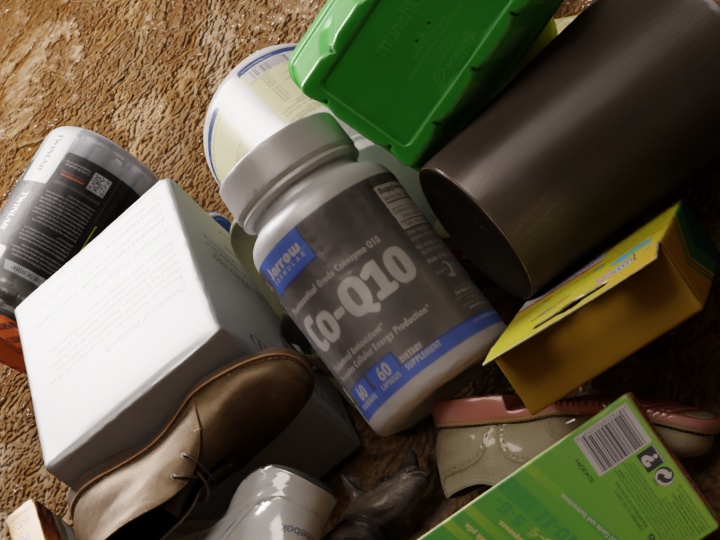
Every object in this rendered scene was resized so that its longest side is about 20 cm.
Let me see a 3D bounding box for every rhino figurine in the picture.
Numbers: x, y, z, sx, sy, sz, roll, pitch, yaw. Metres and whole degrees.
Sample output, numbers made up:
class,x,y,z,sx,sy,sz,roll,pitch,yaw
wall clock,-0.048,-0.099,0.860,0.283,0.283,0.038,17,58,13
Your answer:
class,x,y,z,sx,sy,sz,roll,pitch,yaw
rhino figurine,-0.002,0.199,1.269,0.087,0.060,0.200,-20,39,48

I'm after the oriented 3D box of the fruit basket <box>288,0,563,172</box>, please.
class,x,y,z,sx,sy,sz,roll,pitch,yaw
fruit basket,0.063,-0.174,1.327,0.216,0.155,0.216,-55,2,3

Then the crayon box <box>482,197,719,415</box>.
class,x,y,z,sx,sy,sz,roll,pitch,yaw
crayon box,0.153,0.023,1.198,0.127,0.051,0.200,-34,1,18

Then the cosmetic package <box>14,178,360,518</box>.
class,x,y,z,sx,sy,sz,roll,pitch,yaw
cosmetic package,-0.132,0.078,1.426,0.166,0.167,0.200,-39,37,11

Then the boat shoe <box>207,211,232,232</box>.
class,x,y,z,sx,sy,sz,roll,pitch,yaw
boat shoe,-0.174,0.035,1.593,0.072,0.072,0.200,11,65,52

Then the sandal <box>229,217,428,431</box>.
class,x,y,z,sx,sy,sz,roll,pitch,yaw
sandal,-0.029,0.040,1.368,0.057,0.201,0.080,-32,-16,-52

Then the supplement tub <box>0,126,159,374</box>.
class,x,y,z,sx,sy,sz,roll,pitch,yaw
supplement tub,-0.268,-0.015,1.695,0.122,0.123,0.200,5,60,48

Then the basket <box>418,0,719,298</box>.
class,x,y,z,sx,sy,sz,roll,pitch,yaw
basket,0.149,-0.087,1.283,0.200,0.136,0.180,-41,18,-12

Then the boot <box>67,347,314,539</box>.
class,x,y,z,sx,sy,sz,roll,pitch,yaw
boot,-0.108,0.131,1.297,0.200,0.074,0.076,-38,29,7

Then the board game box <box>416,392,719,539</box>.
class,x,y,z,sx,sy,sz,roll,pitch,yaw
board game box,0.109,0.169,1.165,0.200,0.030,0.096,-36,81,12

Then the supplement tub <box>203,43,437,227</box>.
class,x,y,z,sx,sy,sz,roll,pitch,yaw
supplement tub,-0.025,-0.079,1.485,0.145,0.145,0.200,-46,36,2

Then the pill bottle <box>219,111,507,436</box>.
class,x,y,z,sx,sy,sz,roll,pitch,yaw
pill bottle,0.000,0.000,1.290,0.114,0.114,0.200,-39,79,11

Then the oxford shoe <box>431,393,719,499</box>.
class,x,y,z,sx,sy,sz,roll,pitch,yaw
oxford shoe,0.136,0.115,1.220,0.200,0.071,0.074,-4,84,38

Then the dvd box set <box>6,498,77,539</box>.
class,x,y,z,sx,sy,sz,roll,pitch,yaw
dvd box set,-0.168,0.258,1.310,0.029,0.146,0.200,-40,35,6

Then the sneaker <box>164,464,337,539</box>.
class,x,y,z,sx,sy,sz,roll,pitch,yaw
sneaker,-0.091,0.206,1.300,0.200,0.074,0.087,-47,22,45

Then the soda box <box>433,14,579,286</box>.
class,x,y,z,sx,sy,sz,roll,pitch,yaw
soda box,0.125,-0.089,1.411,0.068,0.064,0.200,-3,54,44
